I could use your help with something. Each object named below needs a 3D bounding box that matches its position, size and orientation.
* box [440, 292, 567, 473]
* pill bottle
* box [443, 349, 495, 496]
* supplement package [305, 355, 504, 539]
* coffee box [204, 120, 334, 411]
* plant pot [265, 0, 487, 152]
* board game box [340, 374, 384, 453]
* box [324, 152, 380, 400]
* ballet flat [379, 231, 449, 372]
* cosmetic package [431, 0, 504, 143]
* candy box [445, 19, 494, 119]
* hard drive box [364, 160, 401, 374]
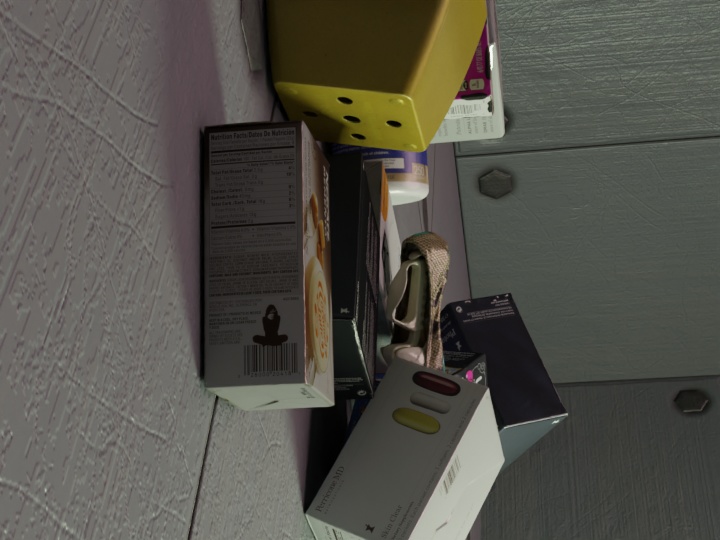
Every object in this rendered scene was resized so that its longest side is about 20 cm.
[{"bbox_3d":[0.160,0.170,2.048,0.200,0.123,0.199,-52,-125,48],"label":"box"},{"bbox_3d":[0.018,-0.180,1.702,0.116,0.115,0.201,24,62,-81],"label":"pill bottle"},{"bbox_3d":[0.093,0.213,1.917,0.115,0.132,0.200,-28,117,-54],"label":"box"},{"bbox_3d":[0.051,0.221,1.486,0.200,0.111,0.156,-59,152,-28],"label":"supplement package"},{"bbox_3d":[-0.069,-0.001,1.109,0.114,0.080,0.200,60,28,-73],"label":"coffee box"},{"bbox_3d":[0.008,-0.227,1.424,0.200,0.200,0.177,65,33,-70],"label":"plant pot"},{"bbox_3d":[0.010,0.188,1.625,0.200,0.034,0.136,-2,108,-82],"label":"board game box"},{"bbox_3d":[-0.028,0.006,1.418,0.141,0.079,0.200,81,10,-53],"label":"box"},{"bbox_3d":[0.054,0.058,1.561,0.075,0.068,0.201,0,95,-50],"label":"ballet flat"},{"bbox_3d":[0.084,-0.280,1.918,0.165,0.199,0.165,77,12,-47],"label":"cosmetic package"},{"bbox_3d":[0.042,-0.233,1.587,0.061,0.199,0.137,64,23,-72],"label":"candy box"},{"bbox_3d":[0.000,0.000,1.632,0.200,0.077,0.156,76,14,-54],"label":"hard drive box"}]
